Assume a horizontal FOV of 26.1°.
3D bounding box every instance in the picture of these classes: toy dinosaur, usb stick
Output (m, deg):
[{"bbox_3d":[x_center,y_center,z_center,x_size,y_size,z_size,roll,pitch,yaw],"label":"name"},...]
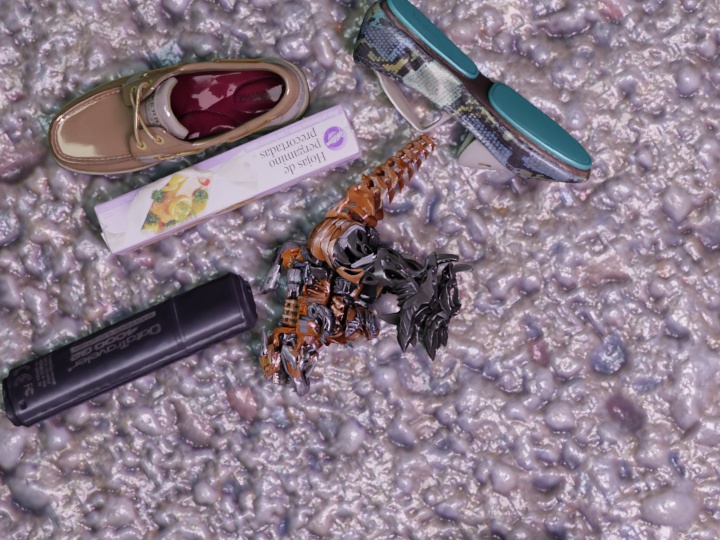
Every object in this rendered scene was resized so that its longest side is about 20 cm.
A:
[{"bbox_3d":[0.000,0.000,1.116,0.135,0.102,0.201,29,114,20],"label":"toy dinosaur"},{"bbox_3d":[-0.169,0.059,1.143,0.199,0.033,0.056,-24,45,3],"label":"usb stick"}]

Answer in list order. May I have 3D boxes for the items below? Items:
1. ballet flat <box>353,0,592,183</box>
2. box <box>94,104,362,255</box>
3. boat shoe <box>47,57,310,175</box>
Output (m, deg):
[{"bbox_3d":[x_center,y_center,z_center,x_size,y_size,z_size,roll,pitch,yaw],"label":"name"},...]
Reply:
[{"bbox_3d":[0.076,-0.116,1.128,0.200,0.074,0.074,42,92,4],"label":"ballet flat"},{"bbox_3d":[-0.097,-0.065,1.142,0.198,0.041,0.039,-22,90,2],"label":"box"},{"bbox_3d":[-0.137,-0.118,1.131,0.198,0.066,0.075,-16,89,3],"label":"boat shoe"}]
